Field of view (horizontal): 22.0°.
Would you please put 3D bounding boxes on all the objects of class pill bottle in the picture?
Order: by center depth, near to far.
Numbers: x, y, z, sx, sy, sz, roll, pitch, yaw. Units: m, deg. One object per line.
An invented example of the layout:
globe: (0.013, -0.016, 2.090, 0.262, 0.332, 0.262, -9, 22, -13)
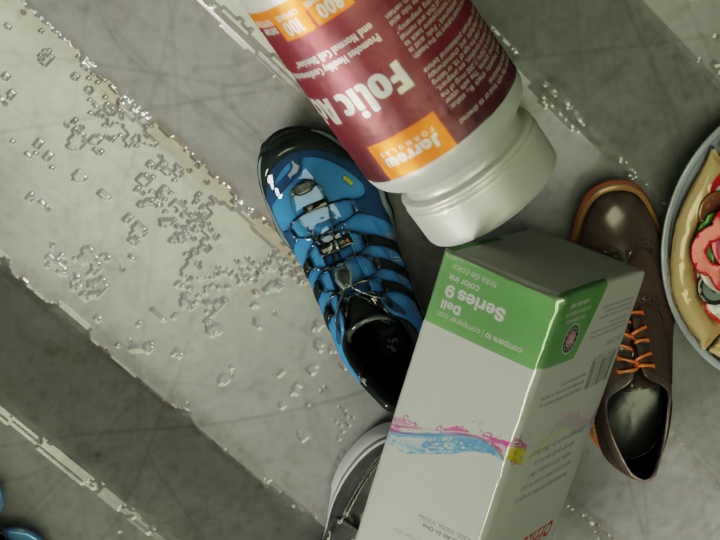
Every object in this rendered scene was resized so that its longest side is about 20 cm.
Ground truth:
pill bottle: (0.025, -0.120, 1.106, 0.114, 0.114, 0.200, -35, 110, 7)

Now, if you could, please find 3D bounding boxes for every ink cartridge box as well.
ink cartridge box: (0.086, 0.085, 1.141, 0.087, 0.145, 0.202, 22, 106, 23)

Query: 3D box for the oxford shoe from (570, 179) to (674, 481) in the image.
oxford shoe: (0.179, 0.041, 1.207, 0.071, 0.073, 0.202, -11, 111, -2)

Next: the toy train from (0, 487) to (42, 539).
toy train: (-0.258, 0.221, 1.221, 0.114, 0.087, 0.201, -31, 111, 12)

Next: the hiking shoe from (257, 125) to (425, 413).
hiking shoe: (0.000, 0.000, 1.163, 0.074, 0.087, 0.201, -28, 111, 5)

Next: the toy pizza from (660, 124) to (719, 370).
toy pizza: (0.291, -0.018, 1.202, 0.198, 0.032, 0.202, -3, 104, -13)

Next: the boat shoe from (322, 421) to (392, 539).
boat shoe: (-0.004, 0.201, 1.250, 0.069, 0.066, 0.201, 23, 107, -14)
